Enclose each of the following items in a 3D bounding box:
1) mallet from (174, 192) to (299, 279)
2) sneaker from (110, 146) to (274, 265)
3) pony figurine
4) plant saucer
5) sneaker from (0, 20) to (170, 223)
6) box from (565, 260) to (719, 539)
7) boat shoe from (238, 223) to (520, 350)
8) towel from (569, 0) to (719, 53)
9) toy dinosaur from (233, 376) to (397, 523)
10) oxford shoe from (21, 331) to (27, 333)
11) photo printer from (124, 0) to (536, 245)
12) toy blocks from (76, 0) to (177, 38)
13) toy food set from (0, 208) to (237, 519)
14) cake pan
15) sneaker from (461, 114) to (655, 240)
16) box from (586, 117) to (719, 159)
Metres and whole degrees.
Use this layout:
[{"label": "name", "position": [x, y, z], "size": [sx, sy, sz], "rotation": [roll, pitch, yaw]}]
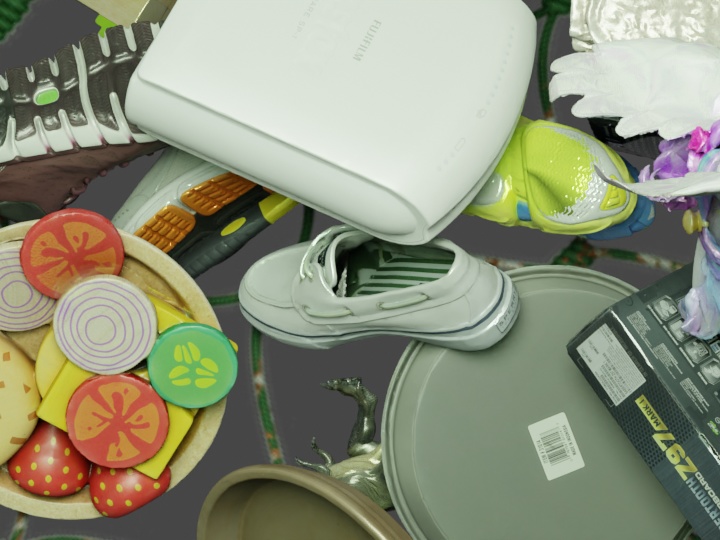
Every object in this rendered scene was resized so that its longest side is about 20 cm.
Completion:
[{"label": "mallet", "position": [-0.052, -0.046, 1.603], "size": [0.199, 0.041, 0.066], "rotation": [-28, 55, 19]}, {"label": "sneaker", "position": [-0.083, -0.080, 1.642], "size": [0.200, 0.076, 0.092], "rotation": [-42, 52, 10]}, {"label": "pony figurine", "position": [0.208, -0.054, 1.431], "size": [0.192, 0.167, 0.201], "rotation": [-13, 124, -4]}, {"label": "plant saucer", "position": [-0.013, 0.194, 1.550], "size": [0.029, 0.200, 0.200], "rotation": [-33, 76, -38]}, {"label": "sneaker", "position": [-0.155, -0.081, 1.612], "size": [0.199, 0.116, 0.076], "rotation": [-10, 63, 2]}, {"label": "box", "position": [0.228, 0.086, 1.525], "size": [0.200, 0.157, 0.051], "rotation": [55, 136, 10]}, {"label": "boat shoe", "position": [0.000, 0.000, 1.569], "size": [0.199, 0.067, 0.074], "rotation": [-1, 55, 39]}, {"label": "towel", "position": [0.213, -0.179, 1.492], "size": [0.199, 0.034, 0.133], "rotation": [0, 85, 8]}, {"label": "toy dinosaur", "position": [0.020, 0.105, 1.609], "size": [0.199, 0.047, 0.089], "rotation": [-6, 89, 4]}, {"label": "oxford shoe", "position": [-0.248, -0.041, 1.654], "size": [0.073, 0.071, 0.200], "rotation": [-43, 79, -4]}, {"label": "photo printer", "position": [-0.008, -0.112, 1.526], "size": [0.199, 0.070, 0.167], "rotation": [25, 62, 8]}, {"label": "toy blocks", "position": [-0.141, -0.233, 1.656], "size": [0.136, 0.100, 0.201], "rotation": [33, 91, 23]}, {"label": "toy food set", "position": [-0.175, 0.059, 1.600], "size": [0.199, 0.049, 0.198], "rotation": [29, 109, -10]}, {"label": "cake pan", "position": [0.112, 0.097, 1.572], "size": [0.199, 0.037, 0.201], "rotation": [0, 90, -5]}, {"label": "sneaker", "position": [0.089, -0.057, 1.607], "size": [0.200, 0.105, 0.076], "rotation": [27, 93, 41]}, {"label": "box", "position": [0.248, -0.152, 1.562], "size": [0.196, 0.124, 0.201], "rotation": [14, 86, 11]}]
